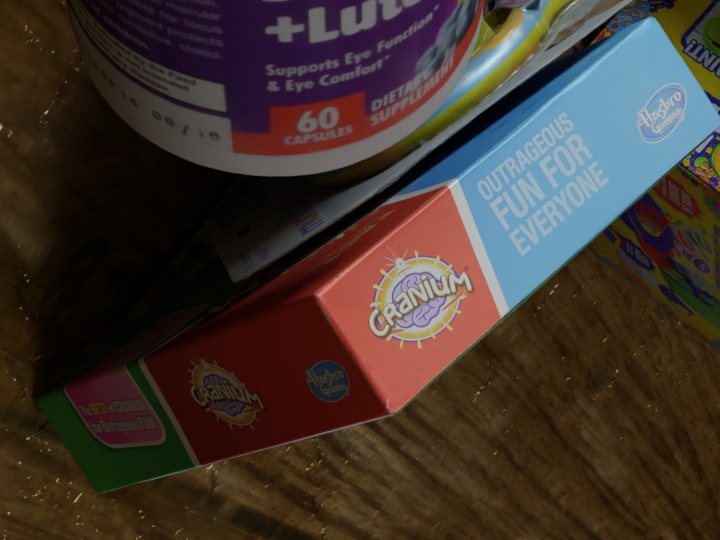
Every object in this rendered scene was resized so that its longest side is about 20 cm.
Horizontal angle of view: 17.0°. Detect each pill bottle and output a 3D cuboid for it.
[{"bbox_3d":[-0.022,-0.119,0.559,0.111,0.111,0.200,-43,158,-21],"label":"pill bottle"}]

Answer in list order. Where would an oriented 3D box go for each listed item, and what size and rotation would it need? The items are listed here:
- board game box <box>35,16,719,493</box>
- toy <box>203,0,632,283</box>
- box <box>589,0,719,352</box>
[{"bbox_3d":[0.000,0.000,0.759,0.153,0.040,0.200,-40,-170,-31],"label":"board game box"},{"bbox_3d":[0.027,-0.078,0.766,0.199,0.047,0.115,-33,-168,-2],"label":"toy"},{"bbox_3d":[0.202,-0.079,1.085,0.193,0.122,0.200,-48,160,-11],"label":"box"}]
